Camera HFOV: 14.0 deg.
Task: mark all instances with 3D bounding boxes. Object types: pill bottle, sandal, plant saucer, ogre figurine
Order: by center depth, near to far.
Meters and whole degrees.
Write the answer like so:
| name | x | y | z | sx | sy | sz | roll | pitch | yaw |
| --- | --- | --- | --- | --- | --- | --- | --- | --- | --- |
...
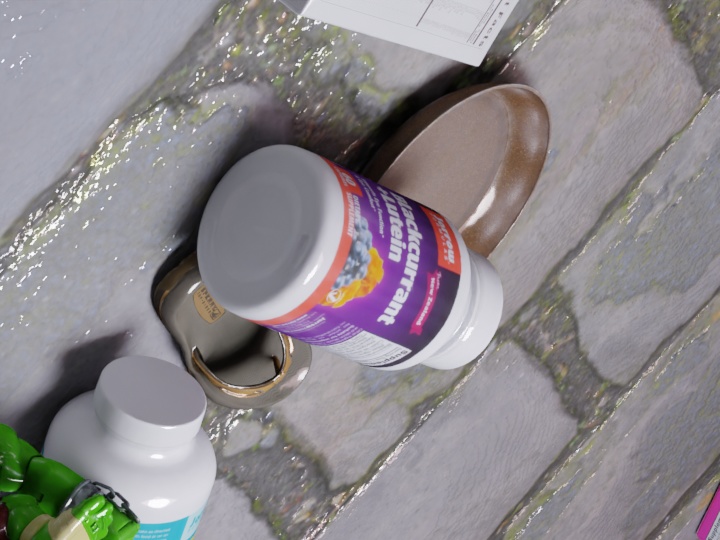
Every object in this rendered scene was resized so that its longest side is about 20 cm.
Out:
| name | x | y | z | sx | sy | sz | roll | pitch | yaw |
| --- | --- | --- | --- | --- | --- | --- | --- | --- | --- |
| ogre figurine | -0.234 | 0.138 | 1.739 | 0.200 | 0.120 | 0.098 | -26 | 144 | -37 |
| pill bottle | 0.000 | 0.000 | 1.873 | 0.200 | 0.111 | 0.112 | 23 | 107 | -47 |
| pill bottle | -0.158 | 0.152 | 1.878 | 0.111 | 0.111 | 0.200 | -19 | 141 | -44 |
| sandal | -0.075 | 0.046 | 1.926 | 0.082 | 0.055 | 0.200 | -44 | 152 | -9 |
| plant saucer | 0.050 | -0.051 | 2.011 | 0.200 | 0.032 | 0.200 | -36 | 150 | -24 |

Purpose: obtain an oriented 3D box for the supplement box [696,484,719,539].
| name | x | y | z | sx | sy | sz | roll | pitch | yaw |
| --- | --- | --- | --- | --- | --- | --- | --- | --- | --- |
| supplement box | 0.432 | 0.261 | 2.777 | 0.101 | 0.200 | 0.104 | -18 | 141 | -43 |

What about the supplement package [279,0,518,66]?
| name | x | y | z | sx | sy | sz | roll | pitch | yaw |
| --- | --- | --- | --- | --- | --- | --- | --- | --- | --- |
| supplement package | 0.011 | -0.203 | 1.680 | 0.114 | 0.110 | 0.200 | -57 | 151 | 14 |
